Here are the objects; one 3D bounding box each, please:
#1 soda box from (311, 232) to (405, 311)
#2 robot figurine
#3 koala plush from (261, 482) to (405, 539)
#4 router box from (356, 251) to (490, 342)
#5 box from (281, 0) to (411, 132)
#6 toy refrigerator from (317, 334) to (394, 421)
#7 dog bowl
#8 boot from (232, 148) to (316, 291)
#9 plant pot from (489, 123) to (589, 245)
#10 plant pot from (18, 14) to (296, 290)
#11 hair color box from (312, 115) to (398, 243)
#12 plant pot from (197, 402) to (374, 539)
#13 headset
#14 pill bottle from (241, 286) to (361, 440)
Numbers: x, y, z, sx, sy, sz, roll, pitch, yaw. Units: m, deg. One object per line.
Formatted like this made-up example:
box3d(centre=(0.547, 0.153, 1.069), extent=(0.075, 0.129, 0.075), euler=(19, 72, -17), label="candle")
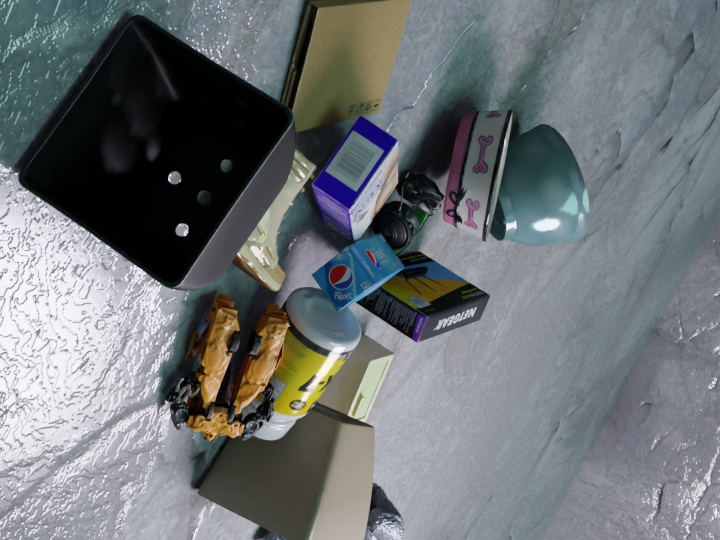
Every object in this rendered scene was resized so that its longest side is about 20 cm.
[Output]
box3d(centre=(0.000, 0.000, 1.652), extent=(0.068, 0.064, 0.200), euler=(-37, 177, 15), label="soda box")
box3d(centre=(-0.169, 0.133, 1.541), extent=(0.144, 0.058, 0.201), euler=(13, 116, -20), label="robot figurine")
box3d(centre=(-0.066, 0.422, 2.005), extent=(0.199, 0.184, 0.178), euler=(7, 126, -39), label="koala plush")
box3d(centre=(0.089, 0.037, 1.835), extent=(0.199, 0.149, 0.051), euler=(-15, 132, -55), label="router box")
box3d(centre=(-0.018, -0.259, 1.474), extent=(0.199, 0.021, 0.165), euler=(-22, 136, -51), label="box")
box3d(centre=(-0.021, 0.211, 1.919), extent=(0.076, 0.070, 0.201), euler=(-9, 126, -58), label="toy refrigerator")
box3d(centre=(0.176, -0.149, 1.801), extent=(0.200, 0.073, 0.202), euler=(12, 90, -83), label="dog bowl")
box3d(centre=(-0.108, -0.071, 1.466), extent=(0.156, 0.073, 0.200), euler=(-55, 151, -10), label="boot")
box3d(centre=(0.270, -0.125, 1.963), extent=(0.133, 0.201, 0.201), euler=(-20, 142, -13), label="plant pot")
box3d(centre=(-0.181, -0.096, 1.193), extent=(0.200, 0.199, 0.177), euler=(-56, 167, -6), label="plant pot")
box3d(centre=(-0.003, -0.113, 1.544), extent=(0.110, 0.065, 0.200), euler=(-55, 174, -7), label="hair color box")
box3d(centre=(-0.086, 0.287, 1.766), extent=(0.200, 0.199, 0.178), euler=(25, 85, -64), label="plant pot")
box3d(centre=(0.081, -0.083, 1.754), extent=(0.124, 0.094, 0.200), euler=(-51, 164, -15), label="headset")
box3d(centre=(-0.094, 0.130, 1.624), extent=(0.114, 0.114, 0.201), euler=(-15, 145, -54), label="pill bottle")
